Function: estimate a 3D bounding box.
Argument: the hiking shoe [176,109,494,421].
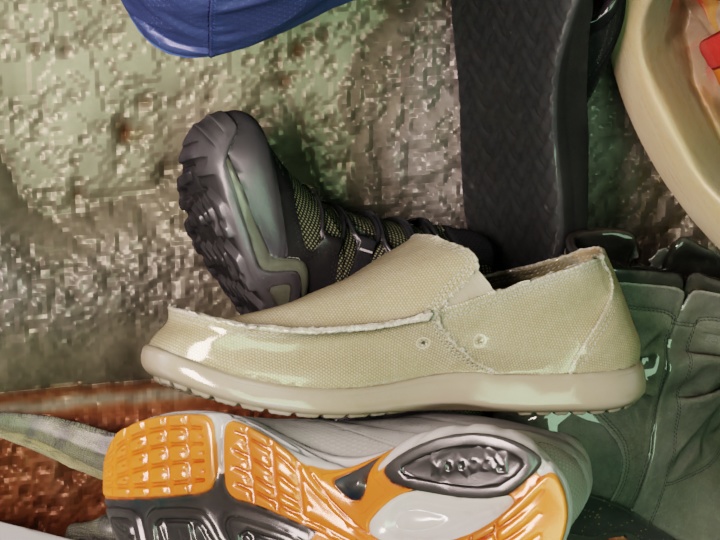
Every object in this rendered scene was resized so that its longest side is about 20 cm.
[{"bbox_3d":[0.000,0.000,0.905,0.101,0.076,0.200,-37,123,-10],"label":"hiking shoe"}]

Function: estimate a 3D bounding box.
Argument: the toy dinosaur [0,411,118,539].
[{"bbox_3d":[-0.086,0.099,0.920,0.199,0.048,0.088,10,124,0],"label":"toy dinosaur"}]

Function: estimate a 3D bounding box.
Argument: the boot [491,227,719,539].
[{"bbox_3d":[0.147,0.060,0.938,0.200,0.068,0.131,16,110,-35],"label":"boot"}]

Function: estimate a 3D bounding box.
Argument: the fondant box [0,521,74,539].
[{"bbox_3d":[-0.096,0.187,0.865,0.199,0.145,0.058,15,134,-12],"label":"fondant box"}]

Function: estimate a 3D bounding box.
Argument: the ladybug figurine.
[{"bbox_3d":[0.179,-0.079,0.895,0.072,0.136,0.201,-33,101,-47],"label":"ladybug figurine"}]

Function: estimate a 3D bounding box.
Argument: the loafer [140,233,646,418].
[{"bbox_3d":[0.014,0.020,0.833,0.199,0.076,0.069,1,90,-20],"label":"loafer"}]

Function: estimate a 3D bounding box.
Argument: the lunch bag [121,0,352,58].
[{"bbox_3d":[-0.012,-0.176,0.774,0.199,0.132,0.136,-25,82,-7],"label":"lunch bag"}]

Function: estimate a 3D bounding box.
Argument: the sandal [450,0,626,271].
[{"bbox_3d":[0.075,-0.096,0.894,0.048,0.075,0.201,-22,126,-39],"label":"sandal"}]

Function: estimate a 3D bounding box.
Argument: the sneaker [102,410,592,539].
[{"bbox_3d":[-0.003,0.089,0.853,0.199,0.092,0.076,2,95,23],"label":"sneaker"}]
